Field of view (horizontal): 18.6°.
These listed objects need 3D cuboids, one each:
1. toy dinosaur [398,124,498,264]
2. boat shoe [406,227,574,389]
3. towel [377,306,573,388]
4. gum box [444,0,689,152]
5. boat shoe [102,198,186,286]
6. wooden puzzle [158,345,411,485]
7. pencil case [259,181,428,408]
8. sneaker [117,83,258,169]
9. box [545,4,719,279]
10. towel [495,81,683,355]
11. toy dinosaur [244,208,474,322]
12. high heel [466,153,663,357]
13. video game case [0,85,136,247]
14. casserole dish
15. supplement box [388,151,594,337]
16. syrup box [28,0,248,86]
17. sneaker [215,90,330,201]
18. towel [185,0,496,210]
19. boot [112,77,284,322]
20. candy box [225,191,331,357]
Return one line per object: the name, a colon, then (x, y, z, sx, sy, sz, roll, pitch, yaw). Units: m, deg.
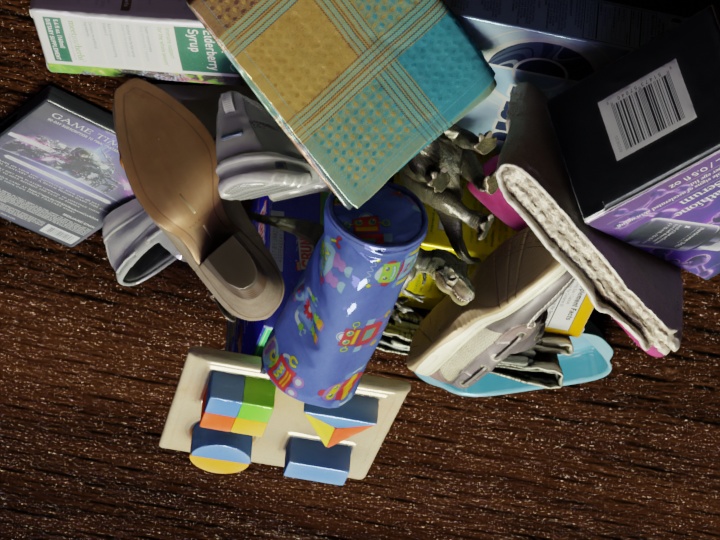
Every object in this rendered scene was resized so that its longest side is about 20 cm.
toy dinosaur: (0.056, -0.082, 1.655, 0.102, 0.077, 0.200, 38, 176, 41)
boat shoe: (0.114, 0.031, 1.700, 0.065, 0.072, 0.200, 29, 135, -21)
towel: (0.080, 0.031, 1.862, 0.192, 0.200, 0.035, 13, 112, -6)
gum box: (0.129, -0.147, 1.645, 0.199, 0.045, 0.170, 11, 151, -5)
boat shoe: (-0.151, -0.040, 1.855, 0.200, 0.069, 0.072, -24, 161, 39)
wooden puzzle: (-0.068, 0.133, 1.842, 0.184, 0.047, 0.200, 10, 151, -9)
pencil case: (-0.014, 0.016, 1.657, 0.078, 0.087, 0.200, -8, 142, -29)
sneaker: (-0.098, -0.103, 1.738, 0.199, 0.085, 0.073, -4, 147, 18)
box: (0.252, -0.087, 1.585, 0.148, 0.105, 0.200, -30, 152, 28)
towel: (0.167, -0.036, 1.594, 0.034, 0.133, 0.200, -33, 111, 25)
toy dinosaur: (0.000, 0.000, 1.718, 0.199, 0.048, 0.088, 15, 136, 15)
high heel: (0.165, -0.009, 1.705, 0.096, 0.067, 0.200, -21, 114, 31)
video game case: (-0.255, -0.085, 1.874, 0.142, 0.019, 0.200, 25, 146, -29)
casserole dish: (0.141, 0.069, 2.038, 0.199, 0.039, 0.121, -10, 147, 30)
supplement box: (0.101, -0.032, 1.791, 0.199, 0.110, 0.109, 11, 151, -5)
syrup box: (-0.130, -0.190, 1.590, 0.199, 0.082, 0.079, 6, 152, 6)
sneaker: (-0.051, -0.098, 1.635, 0.074, 0.082, 0.200, -10, 178, 16)
towel: (-0.010, -0.159, 1.534, 0.147, 0.022, 0.200, -40, 116, 0)
boot: (-0.125, -0.048, 1.668, 0.070, 0.201, 0.146, -29, 179, -3)
candy box: (-0.064, 0.021, 1.863, 0.077, 0.170, 0.200, 7, 152, -10)
